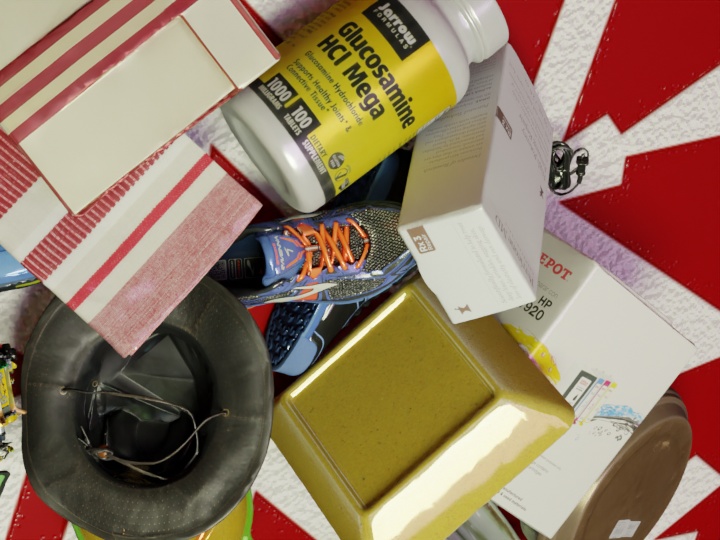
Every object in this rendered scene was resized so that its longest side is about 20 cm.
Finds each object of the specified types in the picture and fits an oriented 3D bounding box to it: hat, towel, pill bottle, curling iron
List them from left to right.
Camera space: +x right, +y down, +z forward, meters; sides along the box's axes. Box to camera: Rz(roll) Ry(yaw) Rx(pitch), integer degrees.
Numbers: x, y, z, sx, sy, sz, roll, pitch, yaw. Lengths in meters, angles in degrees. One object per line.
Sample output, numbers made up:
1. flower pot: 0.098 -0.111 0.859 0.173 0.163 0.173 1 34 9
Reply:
1. towel: -0.186 -0.059 1.234 0.200 0.023 0.144 43 82 -7
2. hat: -0.148 0.096 1.286 0.200 0.081 0.202 -1 83 4
3. pill bottle: 0.005 -0.142 1.302 0.200 0.112 0.113 -38 125 -9
4. curling iron: 0.129 -0.140 1.422 0.049 0.026 0.200 -18 124 23

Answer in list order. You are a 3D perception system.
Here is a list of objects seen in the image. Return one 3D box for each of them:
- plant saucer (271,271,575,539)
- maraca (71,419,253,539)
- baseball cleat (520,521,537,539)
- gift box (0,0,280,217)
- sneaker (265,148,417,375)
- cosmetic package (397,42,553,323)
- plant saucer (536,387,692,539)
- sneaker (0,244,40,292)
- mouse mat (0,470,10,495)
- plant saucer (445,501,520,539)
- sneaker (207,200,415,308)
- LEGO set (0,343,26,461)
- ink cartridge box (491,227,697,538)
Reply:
1. plant saucer: 0.030 0.105 1.362 0.200 0.200 0.048 -42 140 3
2. maraca: -0.142 0.191 1.362 0.137 0.107 0.201 -29 97 -8
3. baseball cleat: 0.215 0.161 1.600 0.106 0.070 0.200 25 101 -51
4. gift box: -0.166 -0.163 1.135 0.187 0.185 0.200 -37 102 -6
5. sneaker: 0.000 0.000 1.392 0.078 0.070 0.201 25 98 -29
6. cosmetic package: 0.090 -0.068 1.334 0.074 0.200 0.102 -16 129 23
7. plant saucer: 0.226 0.192 1.553 0.200 0.029 0.201 -35 143 -32
8. sneaker: -0.208 -0.038 1.273 0.199 0.066 0.079 -20 93 -12
9. mouse mat: -0.332 0.186 1.250 0.160 0.008 0.200 -13 162 -23
10. plant saucer: 0.088 0.241 1.485 0.050 0.200 0.200 -37 127 14
11. sneaker: -0.048 -0.007 1.309 0.199 0.078 0.076 -14 85 2
12. LEGO set: -0.320 0.129 1.222 0.199 0.154 0.116 -14 102 -28
13. ink cartridge box: 0.136 0.078 1.456 0.145 0.147 0.200 36 92 -36
